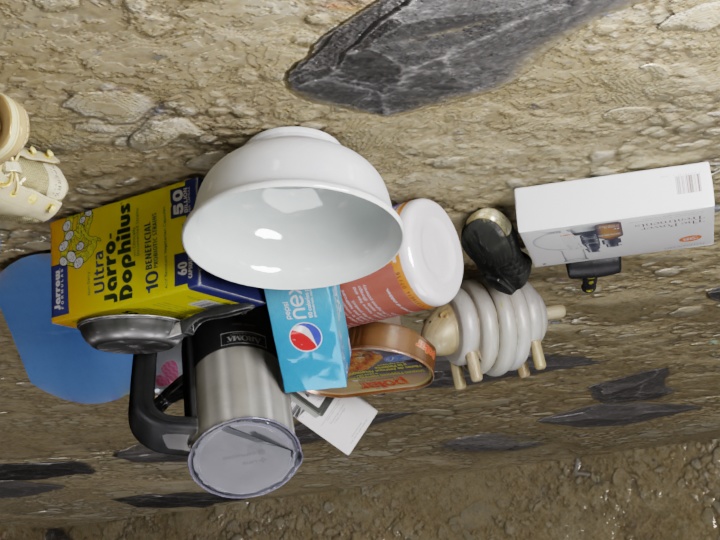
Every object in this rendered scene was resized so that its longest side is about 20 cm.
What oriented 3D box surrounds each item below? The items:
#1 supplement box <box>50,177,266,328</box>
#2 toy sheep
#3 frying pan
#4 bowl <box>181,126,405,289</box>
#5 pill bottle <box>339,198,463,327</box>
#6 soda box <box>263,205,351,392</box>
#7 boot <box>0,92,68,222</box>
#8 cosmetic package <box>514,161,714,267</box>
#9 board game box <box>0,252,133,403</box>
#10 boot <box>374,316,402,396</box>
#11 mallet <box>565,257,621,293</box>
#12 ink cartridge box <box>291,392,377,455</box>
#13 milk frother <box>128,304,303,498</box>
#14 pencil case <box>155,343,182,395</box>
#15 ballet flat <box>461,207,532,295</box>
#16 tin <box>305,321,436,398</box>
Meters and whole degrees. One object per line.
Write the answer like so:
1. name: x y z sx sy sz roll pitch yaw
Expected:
1. supplement box: -0.205 -0.008 1.431 0.198 0.111 0.109 -14 162 32
2. toy sheep: 0.164 0.069 1.757 0.197 0.140 0.138 -7 167 -25
3. frying pan: -0.192 0.062 1.436 0.187 0.031 0.115 -2 166 3
4. bowl: -0.061 -0.065 1.274 0.198 0.092 0.202 -2 153 -1
5. pill bottle: 0.000 0.000 1.505 0.198 0.114 0.112 -15 161 33
6. soda box: -0.058 0.018 1.421 0.067 0.202 0.064 -6 -153 8
7. boot: -0.300 -0.090 1.187 0.198 0.074 0.154 -14 161 39
8. cosmetic package: 0.269 -0.055 1.493 0.197 0.052 0.151 -8 167 13
9. board game box: -0.321 0.058 1.620 0.156 0.039 0.202 -5 120 18
10. boot: 0.009 0.071 1.687 0.069 0.148 0.200 4 168 23
11. mallet: 0.271 0.004 1.734 0.065 0.042 0.200 -5 168 -1
12. ink cartridge box: -0.087 0.130 1.725 0.199 0.068 0.116 38 176 -21
13. milk frother: -0.153 0.166 1.521 0.178 0.189 0.202 -9 130 -1
14. pencil case: -0.178 0.061 1.623 0.199 0.084 0.091 -34 111 28
15. ballet flat: 0.153 -0.030 1.586 0.066 0.057 0.200 21 166 18
16. tin: -0.005 0.101 1.590 0.198 0.042 0.112 -10 143 36
